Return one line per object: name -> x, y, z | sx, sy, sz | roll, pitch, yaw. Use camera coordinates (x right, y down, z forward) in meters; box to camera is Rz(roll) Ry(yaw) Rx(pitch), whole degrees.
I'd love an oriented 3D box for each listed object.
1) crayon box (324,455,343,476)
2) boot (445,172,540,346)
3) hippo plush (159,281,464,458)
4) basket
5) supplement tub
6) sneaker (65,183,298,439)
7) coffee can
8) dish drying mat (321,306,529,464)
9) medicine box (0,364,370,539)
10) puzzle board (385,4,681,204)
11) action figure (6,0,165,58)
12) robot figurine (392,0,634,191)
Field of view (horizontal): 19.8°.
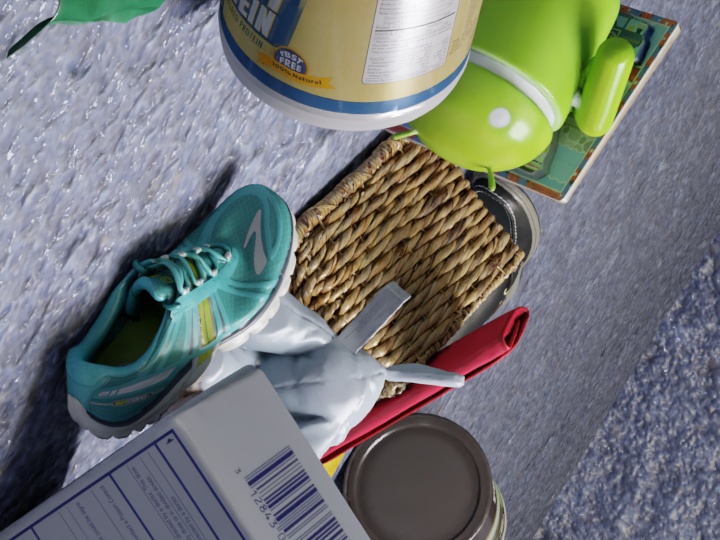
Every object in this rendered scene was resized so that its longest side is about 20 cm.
crayon box -> -0.085, 0.174, 1.666 | 0.119, 0.058, 0.200 | -60, 164, 7
boot -> 0.087, 0.015, 1.863 | 0.154, 0.073, 0.204 | -47, 161, -27
hippo plush -> -0.070, 0.073, 1.449 | 0.200, 0.160, 0.161 | -37, -171, -17
basket -> 0.000, 0.000, 1.593 | 0.143, 0.149, 0.200 | -25, -164, 51
supplement tub -> 0.003, -0.189, 1.098 | 0.145, 0.144, 0.201 | -46, 160, -36
sneaker -> -0.109, 0.018, 1.286 | 0.200, 0.077, 0.080 | -50, 154, -25
coffee can -> 0.068, 0.236, 2.082 | 0.147, 0.146, 0.200 | -55, 165, -9
dish drying mat -> 0.038, 0.089, 1.538 | 0.200, 0.018, 0.077 | -33, -169, 25
medicine box -> -0.106, 0.191, 1.291 | 0.200, 0.183, 0.103 | -34, 178, 32
puzzle board -> 0.117, -0.140, 1.485 | 0.017, 0.200, 0.151 | 41, 80, -42
action figure -> -0.116, -0.156, 0.971 | 0.119, 0.055, 0.200 | -62, 171, 9
robot figurine -> 0.101, -0.155, 1.406 | 0.201, 0.175, 0.116 | -61, 169, -14
